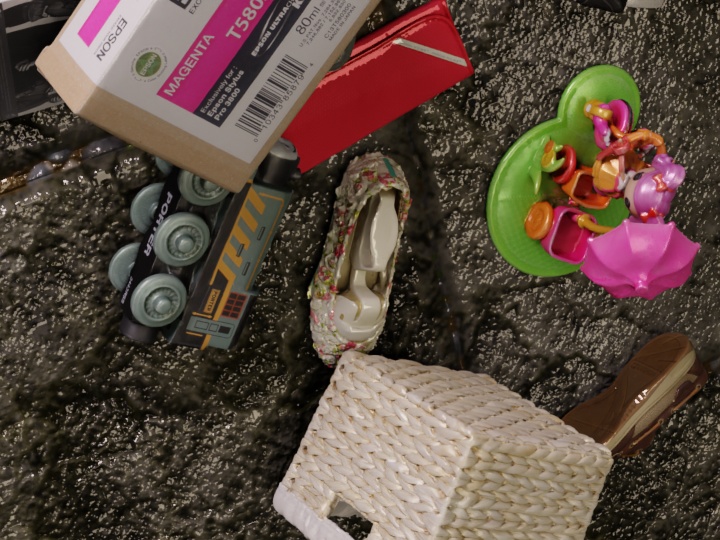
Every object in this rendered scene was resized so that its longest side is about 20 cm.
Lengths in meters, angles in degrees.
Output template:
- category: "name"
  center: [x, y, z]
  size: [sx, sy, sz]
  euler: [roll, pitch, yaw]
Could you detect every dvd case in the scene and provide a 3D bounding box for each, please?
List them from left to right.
- category: "dvd case"
  center: [-0.176, -0.183, 1.178]
  size: [0.199, 0.025, 0.150]
  euler: [-20, 158, -17]

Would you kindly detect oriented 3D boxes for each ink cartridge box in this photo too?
- category: "ink cartridge box"
  center: [-0.098, -0.173, 1.120]
  size: [0.164, 0.075, 0.200]
  euler: [24, 108, -45]

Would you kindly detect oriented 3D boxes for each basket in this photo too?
- category: "basket"
  center: [0.070, 0.181, 1.374]
  size: [0.199, 0.198, 0.161]
  euler: [12, 102, -41]

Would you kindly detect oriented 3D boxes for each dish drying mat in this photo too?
- category: "dish drying mat"
  center: [-0.003, -0.145, 1.325]
  size: [0.200, 0.018, 0.077]
  euler: [-31, 121, -10]

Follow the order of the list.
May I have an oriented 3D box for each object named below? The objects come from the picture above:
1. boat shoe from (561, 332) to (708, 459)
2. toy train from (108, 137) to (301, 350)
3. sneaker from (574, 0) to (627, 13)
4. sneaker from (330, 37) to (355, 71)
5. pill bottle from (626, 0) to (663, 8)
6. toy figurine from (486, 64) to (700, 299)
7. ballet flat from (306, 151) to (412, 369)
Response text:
- category: "boat shoe"
  center: [0.250, 0.149, 1.531]
  size: [0.200, 0.072, 0.072]
  euler: [-45, 120, -9]
- category: "toy train"
  center: [-0.122, -0.028, 1.285]
  size: [0.114, 0.085, 0.201]
  euler: [14, 107, -33]
- category: "sneaker"
  center: [0.218, -0.279, 1.209]
  size: [0.099, 0.070, 0.200]
  euler: [36, 121, 6]
- category: "sneaker"
  center: [-0.032, -0.243, 1.230]
  size: [0.077, 0.091, 0.201]
  euler: [-15, 116, -17]
- category: "pill bottle"
  center: [0.216, -0.319, 1.296]
  size: [0.114, 0.114, 0.201]
  euler: [1, 110, -24]
- category: "toy figurine"
  center: [0.222, -0.058, 1.365]
  size: [0.150, 0.184, 0.201]
  euler: [17, 102, -29]
- category: "ballet flat"
  center: [0.000, 0.000, 1.360]
  size: [0.075, 0.064, 0.201]
  euler: [-1, 112, -24]
